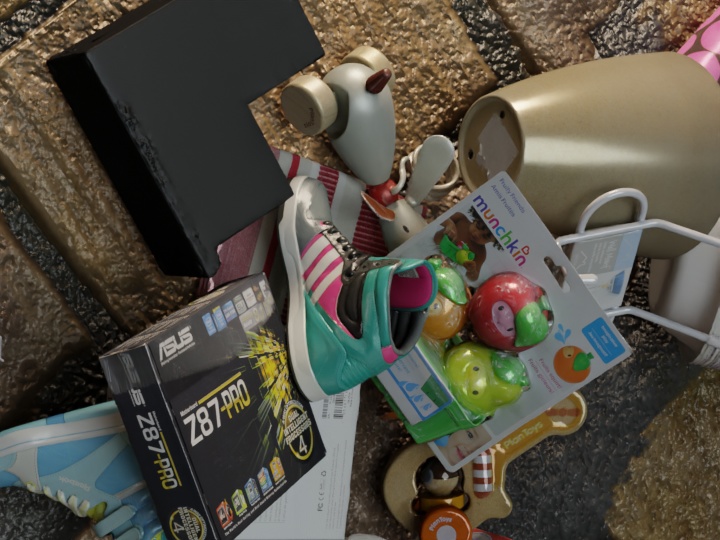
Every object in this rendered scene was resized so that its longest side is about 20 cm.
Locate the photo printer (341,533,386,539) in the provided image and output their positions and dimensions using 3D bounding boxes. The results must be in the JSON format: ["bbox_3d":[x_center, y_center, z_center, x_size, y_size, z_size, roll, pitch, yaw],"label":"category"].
[{"bbox_3d":[-0.019,0.348,1.564,0.166,0.069,0.201,-46,142,-49],"label":"photo printer"}]

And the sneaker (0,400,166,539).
[{"bbox_3d":[-0.215,0.174,1.427,0.199,0.080,0.131,-14,87,9],"label":"sneaker"}]

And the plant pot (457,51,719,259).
[{"bbox_3d":[0.191,-0.104,1.624,0.199,0.187,0.188,0,94,-35],"label":"plant pot"}]

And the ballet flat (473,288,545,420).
[{"bbox_3d":[0.138,0.048,1.682,0.069,0.071,0.201,1,94,-37],"label":"ballet flat"}]

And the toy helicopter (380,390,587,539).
[{"bbox_3d":[0.107,0.154,1.644,0.200,0.079,0.133,-32,95,0],"label":"toy helicopter"}]

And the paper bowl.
[{"bbox_3d":[0.332,-0.009,1.728,0.104,0.201,0.201,10,89,-3],"label":"paper bowl"}]

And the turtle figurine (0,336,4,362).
[{"bbox_3d":[-0.362,0.044,1.367,0.150,0.101,0.200,-34,96,-39],"label":"turtle figurine"}]

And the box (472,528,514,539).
[{"bbox_3d":[0.126,0.301,1.623,0.103,0.200,0.095,-41,111,-22],"label":"box"}]

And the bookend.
[{"bbox_3d":[-0.110,-0.132,1.490,0.200,0.092,0.199,-36,108,-23],"label":"bookend"}]

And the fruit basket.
[{"bbox_3d":[0.095,0.047,1.547,0.186,0.200,0.094,55,30,2],"label":"fruit basket"}]

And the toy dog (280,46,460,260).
[{"bbox_3d":[0.025,-0.103,1.573,0.200,0.096,0.132,44,62,-23],"label":"toy dog"}]

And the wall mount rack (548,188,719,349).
[{"bbox_3d":[0.241,0.018,1.603,0.173,0.075,0.200,-10,140,-15],"label":"wall mount rack"}]

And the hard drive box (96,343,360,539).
[{"bbox_3d":[-0.108,0.144,1.540,0.199,0.077,0.157,6,91,-32],"label":"hard drive box"}]

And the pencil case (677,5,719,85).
[{"bbox_3d":[0.347,-0.184,1.781,0.200,0.091,0.094,-45,121,-17],"label":"pencil case"}]

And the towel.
[{"bbox_3d":[-0.040,-0.017,1.600,0.200,0.023,0.145,19,82,-32],"label":"towel"}]

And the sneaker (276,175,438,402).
[{"bbox_3d":[0.000,0.000,1.504,0.084,0.120,0.201,47,32,-57],"label":"sneaker"}]

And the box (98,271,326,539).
[{"bbox_3d":[-0.106,0.105,1.407,0.200,0.049,0.162,-33,104,-63],"label":"box"}]
